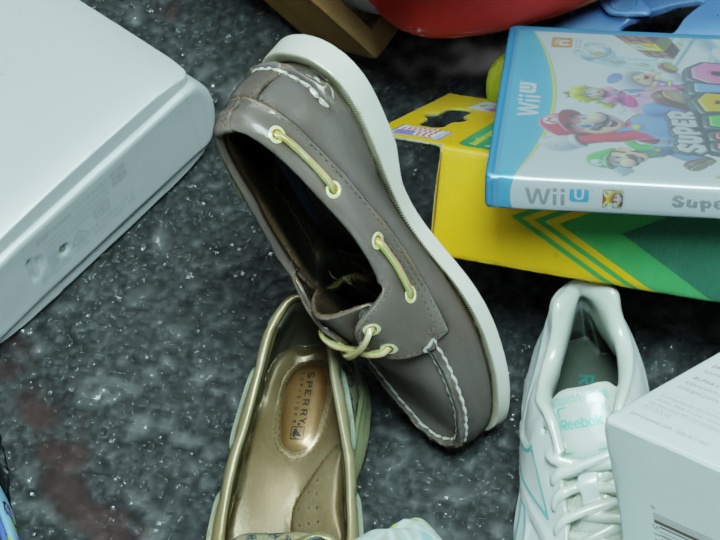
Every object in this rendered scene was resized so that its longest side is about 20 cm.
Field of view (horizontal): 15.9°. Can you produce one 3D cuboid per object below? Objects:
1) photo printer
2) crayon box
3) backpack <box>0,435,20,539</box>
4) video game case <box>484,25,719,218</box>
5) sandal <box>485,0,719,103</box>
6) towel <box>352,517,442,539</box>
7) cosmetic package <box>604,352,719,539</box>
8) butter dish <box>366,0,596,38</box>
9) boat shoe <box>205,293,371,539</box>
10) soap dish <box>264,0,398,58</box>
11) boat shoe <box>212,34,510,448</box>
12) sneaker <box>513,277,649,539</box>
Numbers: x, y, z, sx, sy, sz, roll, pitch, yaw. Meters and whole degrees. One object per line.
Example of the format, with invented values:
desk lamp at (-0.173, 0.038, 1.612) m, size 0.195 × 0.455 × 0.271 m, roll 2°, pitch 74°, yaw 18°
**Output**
photo printer at (-0.194, -0.074, 1.246) m, size 0.199 × 0.070 × 0.166 m, roll 34°, pitch 65°, yaw 29°
crayon box at (0.113, -0.032, 1.131) m, size 0.199 × 0.052 × 0.126 m, roll 10°, pitch 15°, yaw 17°
backpack at (-0.216, 0.137, 1.051) m, size 0.182 × 0.135 × 0.201 m, roll -23°, pitch 52°, yaw -8°
video game case at (0.156, -0.062, 1.081) m, size 0.198 × 0.018 × 0.143 m, roll 3°, pitch 31°, yaw 6°
sandal at (0.162, -0.103, 1.203) m, size 0.198 × 0.080 × 0.087 m, roll 7°, pitch 51°, yaw 14°
towel at (0.005, 0.186, 0.958) m, size 0.199 × 0.048 × 0.172 m, roll -15°, pitch 63°, yaw -45°
cosmetic package at (0.197, 0.074, 1.002) m, size 0.199 × 0.114 × 0.081 m, roll -25°, pitch 29°, yaw -31°
butter dish at (0.051, -0.174, 1.180) m, size 0.198 × 0.148 × 0.200 m, roll -18°, pitch 51°, yaw -19°
boat shoe at (-0.033, 0.105, 1.087) m, size 0.073 × 0.063 × 0.201 m, roll -4°, pitch 53°, yaw 7°
soap dish at (-0.036, -0.219, 1.266) m, size 0.200 × 0.081 × 0.158 m, roll 41°, pitch 60°, yaw -17°
boat shoe at (0.000, 0.000, 1.082) m, size 0.072 × 0.201 × 0.060 m, roll 4°, pitch 40°, yaw 44°
sneaker at (0.092, 0.093, 1.065) m, size 0.070 × 0.080 × 0.201 m, roll -5°, pitch 54°, yaw 4°
